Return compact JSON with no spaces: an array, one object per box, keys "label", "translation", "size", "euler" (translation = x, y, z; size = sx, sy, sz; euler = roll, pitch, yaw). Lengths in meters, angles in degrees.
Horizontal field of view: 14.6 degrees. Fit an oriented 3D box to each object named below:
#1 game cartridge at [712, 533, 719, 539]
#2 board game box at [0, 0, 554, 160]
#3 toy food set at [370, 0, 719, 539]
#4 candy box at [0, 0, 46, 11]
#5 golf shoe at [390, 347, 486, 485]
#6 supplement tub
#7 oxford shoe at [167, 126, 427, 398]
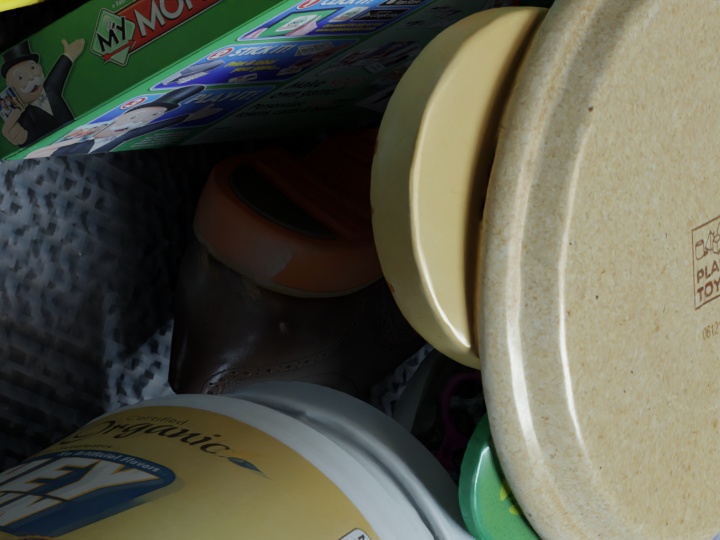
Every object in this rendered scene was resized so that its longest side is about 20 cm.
[{"label":"game cartridge","translation":[0.105,0.057,0.910],"size":[0.129,0.038,0.201],"euler":[32,61,-25]},{"label":"board game box","translation":[0.001,-0.075,0.804],"size":[0.200,0.134,0.029],"euler":[-10,75,-59]},{"label":"toy food set","translation":[0.082,-0.004,0.816],"size":[0.200,0.048,0.199],"euler":[-43,129,-42]},{"label":"candy box","translation":[-0.075,-0.126,0.758],"size":[0.200,0.026,0.103],"euler":[-23,122,-55]},{"label":"golf shoe","translation":[0.006,0.114,0.922],"size":[0.072,0.092,0.201],"euler":[18,86,-37]},{"label":"supplement tub","translation":[-0.063,0.117,0.736],"size":[0.200,0.144,0.145],"euler":[-29,123,-55]},{"label":"oxford shoe","translation":[0.000,0.000,0.907],"size":[0.200,0.071,0.073],"euler":[-8,128,-57]}]
